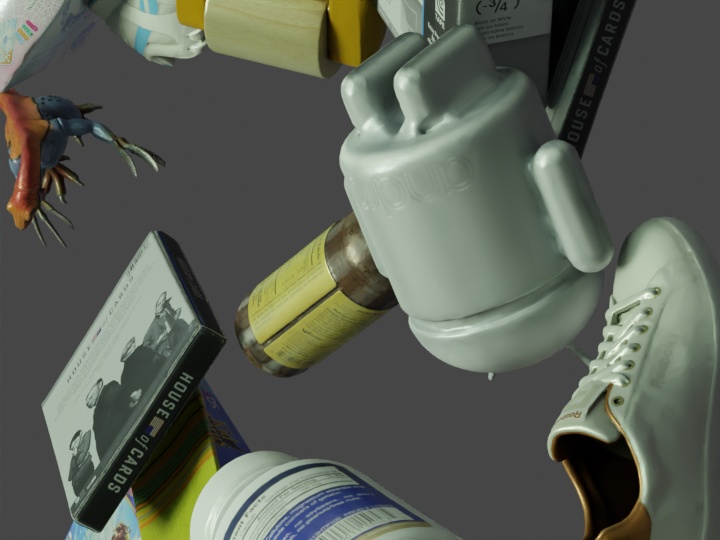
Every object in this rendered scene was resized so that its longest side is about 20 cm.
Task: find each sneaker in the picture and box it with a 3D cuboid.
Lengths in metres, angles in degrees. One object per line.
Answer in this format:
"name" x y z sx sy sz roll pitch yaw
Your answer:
"sneaker" 0.138 0.057 1.344 0.073 0.084 0.201 -35 47 49
"sneaker" -0.121 -0.199 1.865 0.077 0.081 0.200 -51 11 -19

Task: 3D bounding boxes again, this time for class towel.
"towel" -0.112 0.161 1.684 0.086 0.018 0.201 -51 37 31

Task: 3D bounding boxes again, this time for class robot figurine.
"robot figurine" 0.061 -0.030 1.433 0.169 0.113 0.201 -1 119 50

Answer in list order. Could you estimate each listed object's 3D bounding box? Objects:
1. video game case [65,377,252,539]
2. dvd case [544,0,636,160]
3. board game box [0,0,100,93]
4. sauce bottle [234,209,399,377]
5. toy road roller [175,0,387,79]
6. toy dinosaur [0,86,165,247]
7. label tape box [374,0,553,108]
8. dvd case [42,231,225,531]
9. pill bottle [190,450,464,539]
"video game case" -0.130 0.184 1.765 0.182 0.045 0.200 -63 32 17
"dvd case" 0.085 -0.129 1.574 0.200 0.025 0.151 25 98 59
"board game box" -0.191 -0.233 1.926 0.199 0.043 0.200 -54 0 17
"sauce bottle" 0.000 0.000 1.617 0.200 0.064 0.065 -35 48 45
"toy road roller" -0.033 -0.232 1.614 0.146 0.122 0.201 -58 -23 -46
"toy dinosaur" -0.247 -0.086 1.973 0.105 0.200 0.181 -59 -12 6
"label tape box" 0.058 -0.205 1.486 0.144 0.063 0.201 -120 24 -51
"dvd case" -0.153 0.068 1.756 0.151 0.025 0.200 -57 20 9
"pill bottle" -0.016 0.174 1.509 0.200 0.119 0.120 28 100 60
